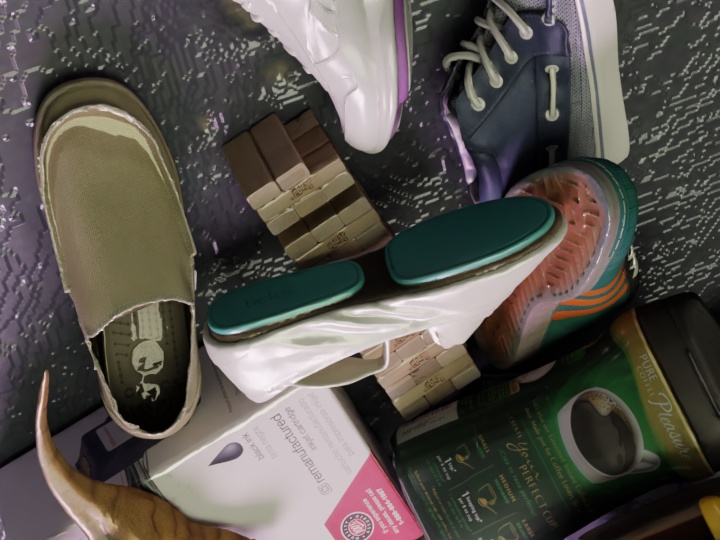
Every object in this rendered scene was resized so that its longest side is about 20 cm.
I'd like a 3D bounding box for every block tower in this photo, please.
[{"bbox_3d":[0.000,0.000,1.117,0.054,0.058,0.200,-32,129,4],"label":"block tower"}]

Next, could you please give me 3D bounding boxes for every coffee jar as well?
[{"bbox_3d":[0.124,0.094,1.144,0.199,0.085,0.105,-27,90,11],"label":"coffee jar"}]

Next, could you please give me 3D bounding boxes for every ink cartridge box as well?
[{"bbox_3d":[-0.088,0.134,1.155,0.199,0.084,0.145,-31,126,2],"label":"ink cartridge box"}]

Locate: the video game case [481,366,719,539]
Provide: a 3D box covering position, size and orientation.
[{"bbox_3d":[0.150,0.155,1.210,0.142,0.019,0.202,-3,102,8],"label":"video game case"}]

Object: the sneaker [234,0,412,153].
[{"bbox_3d":[-0.027,-0.146,1.011,0.099,0.075,0.201,-8,127,7],"label":"sneaker"}]

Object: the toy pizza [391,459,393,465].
[{"bbox_3d":[0.100,0.174,1.248,0.199,0.032,0.202,2,103,8],"label":"toy pizza"}]

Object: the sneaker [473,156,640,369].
[{"bbox_3d":[0.120,-0.013,1.116,0.080,0.072,0.200,-23,164,-22],"label":"sneaker"}]

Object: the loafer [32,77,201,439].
[{"bbox_3d":[-0.117,-0.001,1.043,0.075,0.068,0.201,-17,110,-9],"label":"loafer"}]

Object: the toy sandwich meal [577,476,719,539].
[{"bbox_3d":[0.164,0.162,1.100,0.204,0.071,0.205,-23,170,-4],"label":"toy sandwich meal"}]

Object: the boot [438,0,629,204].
[{"bbox_3d":[0.083,-0.117,1.056,0.090,0.073,0.201,-22,131,-6],"label":"boot"}]

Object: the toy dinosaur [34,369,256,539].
[{"bbox_3d":[-0.130,0.136,1.068,0.200,0.060,0.107,35,80,-36],"label":"toy dinosaur"}]

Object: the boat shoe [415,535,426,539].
[{"bbox_3d":[-0.015,0.206,1.201,0.200,0.066,0.072,-38,100,-1],"label":"boat shoe"}]

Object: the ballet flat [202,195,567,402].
[{"bbox_3d":[0.017,0.018,1.057,0.199,0.070,0.070,-19,128,5],"label":"ballet flat"}]
